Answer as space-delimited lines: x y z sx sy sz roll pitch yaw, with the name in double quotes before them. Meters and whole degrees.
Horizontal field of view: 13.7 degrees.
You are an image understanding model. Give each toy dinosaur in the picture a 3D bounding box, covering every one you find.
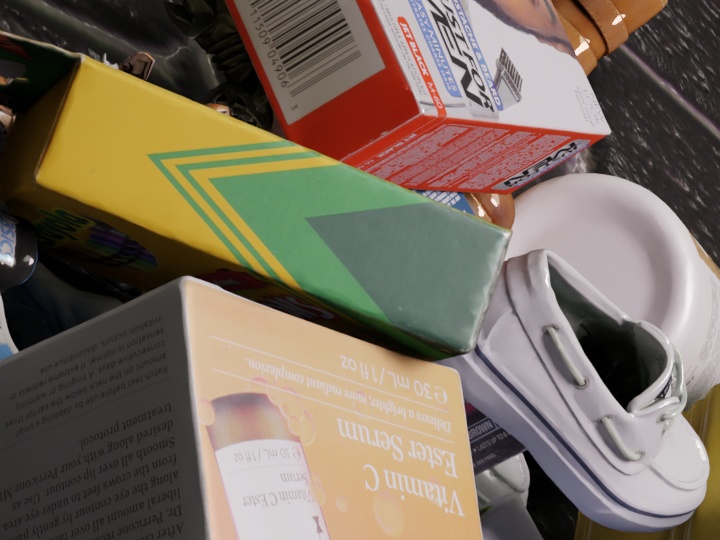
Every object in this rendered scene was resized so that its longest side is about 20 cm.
"toy dinosaur" -0.077 -0.031 1.197 0.200 0.102 0.136 46 34 -33

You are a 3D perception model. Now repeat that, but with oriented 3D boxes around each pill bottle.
"pill bottle" 0.130 0.031 1.484 0.115 0.114 0.200 69 11 19

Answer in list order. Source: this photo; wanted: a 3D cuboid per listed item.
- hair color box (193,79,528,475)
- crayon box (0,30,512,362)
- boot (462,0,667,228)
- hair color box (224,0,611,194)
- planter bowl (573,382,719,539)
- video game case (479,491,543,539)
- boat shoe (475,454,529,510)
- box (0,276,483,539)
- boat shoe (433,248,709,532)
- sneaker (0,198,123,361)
"hair color box" 0.000 0.000 1.300 0.201 0.100 0.060 59 27 -3
"crayon box" -0.059 -0.021 1.082 0.199 0.127 0.051 22 79 -12
"boot" 0.081 -0.090 1.438 0.200 0.155 0.077 -121 -173 -62
"hair color box" 0.023 -0.095 1.249 0.200 0.064 0.111 0 63 -65
"planter bowl" 0.140 0.136 1.400 0.200 0.083 0.202 9 90 -84
"video game case" 0.072 0.212 1.276 0.201 0.045 0.181 60 24 -1
"boat shoe" 0.032 0.024 1.376 0.201 0.068 0.072 62 23 3
"box" -0.038 0.126 1.015 0.152 0.106 0.201 19 55 -48
"boat shoe" 0.104 0.053 1.245 0.200 0.067 0.074 32 42 -48
"sneaker" -0.160 -0.014 1.031 0.200 0.072 0.072 37 34 -40
